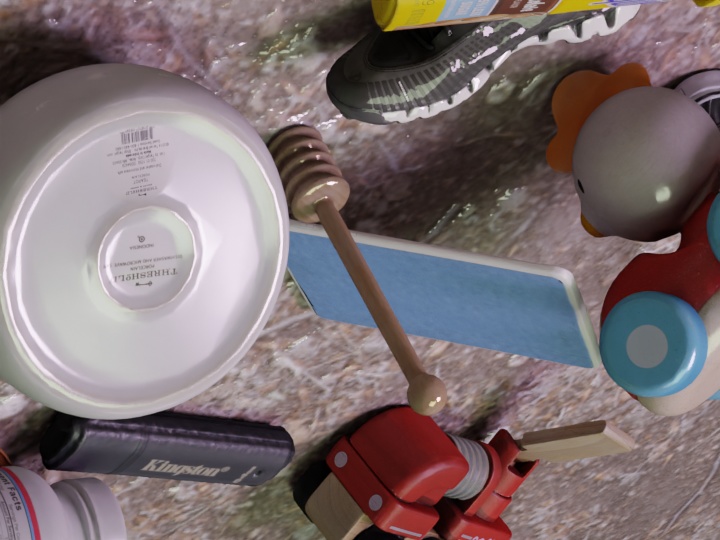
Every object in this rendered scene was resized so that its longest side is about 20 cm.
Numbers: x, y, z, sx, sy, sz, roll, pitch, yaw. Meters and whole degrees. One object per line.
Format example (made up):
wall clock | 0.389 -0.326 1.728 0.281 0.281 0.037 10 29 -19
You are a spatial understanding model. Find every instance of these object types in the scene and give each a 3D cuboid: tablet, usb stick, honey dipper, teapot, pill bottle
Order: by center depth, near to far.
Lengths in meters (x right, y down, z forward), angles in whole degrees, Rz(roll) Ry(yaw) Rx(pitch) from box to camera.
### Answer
teapot | -0.146 -0.023 1.128 0.200 0.146 0.198 40 82 -34
honey dipper | 0.000 0.000 1.206 0.038 0.201 0.038 -20 146 -14
tablet | 0.045 0.013 1.310 0.199 0.014 0.130 10 155 21
pill bottle | -0.250 0.178 1.314 0.199 0.109 0.109 -2 139 -35
usb stick | -0.127 0.119 1.429 0.199 0.033 0.056 11 130 -45

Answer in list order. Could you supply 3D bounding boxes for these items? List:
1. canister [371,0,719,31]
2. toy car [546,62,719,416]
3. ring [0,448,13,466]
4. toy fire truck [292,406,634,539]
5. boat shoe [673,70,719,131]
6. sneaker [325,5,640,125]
canister | 0.105 -0.173 1.071 0.199 0.087 0.149 -6 180 -3
toy car | 0.181 -0.034 1.304 0.177 0.200 0.184 -48 161 12
ring | -0.316 0.168 1.369 0.199 0.019 0.201 -19 145 -14
toy fire truck | 0.082 0.151 1.565 0.200 0.129 0.176 -51 142 12
boat shoe | 0.293 -0.094 1.416 0.199 0.071 0.072 -9 143 -27
sneaker | 0.067 -0.151 1.180 0.199 0.067 0.091 -24 145 -14
